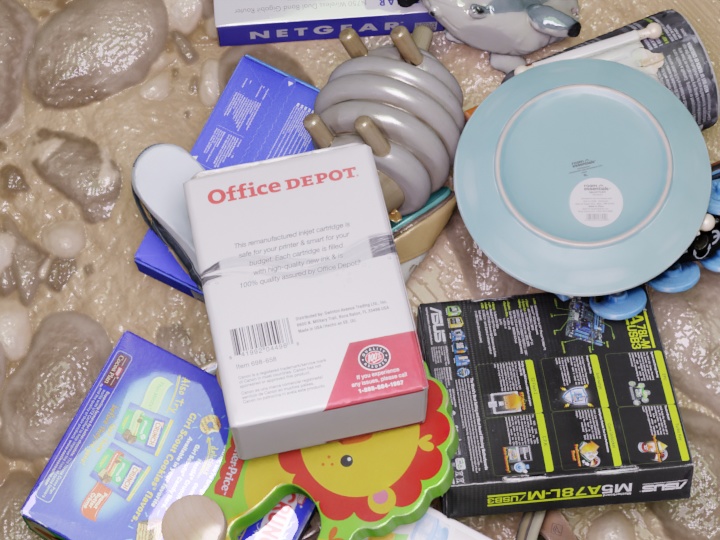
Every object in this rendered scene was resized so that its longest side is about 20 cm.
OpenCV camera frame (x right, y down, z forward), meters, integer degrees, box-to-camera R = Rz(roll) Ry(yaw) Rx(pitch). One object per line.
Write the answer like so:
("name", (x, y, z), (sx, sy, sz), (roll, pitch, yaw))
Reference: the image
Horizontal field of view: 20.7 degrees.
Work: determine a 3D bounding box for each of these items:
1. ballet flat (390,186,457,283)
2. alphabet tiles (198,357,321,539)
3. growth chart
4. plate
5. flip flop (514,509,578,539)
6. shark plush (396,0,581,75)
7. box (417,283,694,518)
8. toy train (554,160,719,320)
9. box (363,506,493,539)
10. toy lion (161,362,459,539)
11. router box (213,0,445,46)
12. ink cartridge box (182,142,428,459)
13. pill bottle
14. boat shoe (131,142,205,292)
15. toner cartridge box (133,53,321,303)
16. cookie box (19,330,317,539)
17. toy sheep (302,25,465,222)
("ballet flat", (0.000, 0.000, 1.622), (0.200, 0.069, 0.063), (-28, 105, -7))
("alphabet tiles", (-0.072, 0.139, 1.606), (0.200, 0.008, 0.167), (-28, 78, -8))
("growth chart", (0.193, -0.094, 1.545), (0.144, 0.018, 0.200), (-13, 69, -2))
("plate", (0.171, -0.078, 1.519), (0.200, 0.026, 0.201), (-1, 69, 3))
("flip flop", (0.151, 0.220, 1.534), (0.057, 0.081, 0.200), (7, 54, 11))
("shark plush", (0.093, -0.226, 1.650), (0.199, 0.091, 0.084), (10, 60, -12))
("box", (0.149, 0.099, 1.552), (0.193, 0.048, 0.200), (-4, 44, -4))
("toy train", (0.232, -0.035, 1.600), (0.200, 0.087, 0.114), (-22, 39, -19))
("box", (0.021, 0.284, 1.522), (0.112, 0.101, 0.200), (26, 77, 6))
("toy lion", (-0.028, 0.146, 1.473), (0.191, 0.069, 0.200), (14, 71, 15))
("router box", (-0.032, -0.290, 1.692), (0.199, 0.049, 0.180), (-4, 76, -2))
("ink cartridge box", (-0.041, 0.021, 1.450), (0.144, 0.084, 0.200), (-11, 68, -4))
("pill bottle", (0.186, -0.134, 1.627), (0.200, 0.106, 0.106), (-21, 77, -6))
("boat shoe", (-0.109, -0.016, 1.566), (0.071, 0.091, 0.200), (-37, 94, -8))
("toner cartridge box", (-0.100, -0.071, 1.639), (0.095, 0.043, 0.200), (27, 77, 5))
("cookie box", (-0.138, 0.172, 1.554), (0.200, 0.075, 0.171), (28, 75, 6))
("toy sheep", (0.023, -0.121, 1.590), (0.138, 0.138, 0.200), (23, 64, 5))
